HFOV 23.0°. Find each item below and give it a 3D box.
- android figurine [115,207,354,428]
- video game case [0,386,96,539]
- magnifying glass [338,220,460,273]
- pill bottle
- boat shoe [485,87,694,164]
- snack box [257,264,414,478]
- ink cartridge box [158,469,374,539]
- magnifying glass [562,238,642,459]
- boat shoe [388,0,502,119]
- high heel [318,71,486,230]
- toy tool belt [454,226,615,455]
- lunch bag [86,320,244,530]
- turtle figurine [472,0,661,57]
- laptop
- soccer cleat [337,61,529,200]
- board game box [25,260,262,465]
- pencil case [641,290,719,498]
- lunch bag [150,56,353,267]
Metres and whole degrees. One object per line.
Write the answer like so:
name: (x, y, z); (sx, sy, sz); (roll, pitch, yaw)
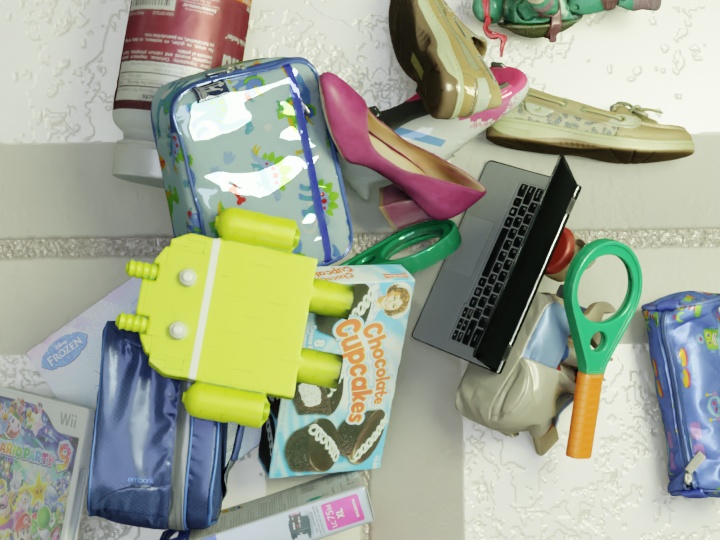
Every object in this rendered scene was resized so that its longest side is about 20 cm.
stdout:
android figurine: (-0.108, 0.038, 1.509); (0.198, 0.041, 0.184); (13, 81, -7)
video game case: (-0.306, 0.217, 1.628); (0.018, 0.142, 0.202); (14, 86, -46)
magnifying glass: (0.000, 0.000, 1.665); (0.198, 0.080, 0.023); (-20, 110, 7)
pill bottle: (-0.169, -0.179, 1.648); (0.113, 0.114, 0.202); (9, 87, -1)
boat shoe: (0.220, -0.141, 1.679); (0.198, 0.073, 0.063); (7, 83, 2)
snack box: (-0.023, 0.092, 1.617); (0.115, 0.037, 0.202); (-3, 117, -25)
ink cartridge box: (-0.088, 0.235, 1.628); (0.198, 0.119, 0.042); (-15, 93, -3)
magnifying glass: (0.211, 0.071, 1.599); (0.079, 0.022, 0.202); (1, 99, -30)
boat shoe: (0.081, -0.205, 1.643); (0.075, 0.072, 0.201); (-1, 43, -17)
high heel: (0.036, -0.119, 1.595); (0.095, 0.200, 0.068); (-19, 48, 17)
toy tool belt: (0.180, 0.069, 1.661); (0.122, 0.124, 0.201); (26, 89, -40)
lunch bag: (-0.167, 0.130, 1.580); (0.131, 0.136, 0.202); (5, 85, -3)
turtle figurine: (0.178, -0.269, 1.671); (0.198, 0.150, 0.101); (-4, 128, -5)
laptop: (0.111, -0.017, 1.595); (0.115, 0.199, 0.189); (27, 86, -40)
soccer cleat: (0.070, -0.131, 1.675); (0.198, 0.070, 0.087); (-20, 125, 5)
board game box: (-0.178, 0.102, 1.670); (0.199, 0.043, 0.200); (-35, 90, -3)
pencil case: (0.314, 0.120, 1.664); (0.077, 0.087, 0.202); (-9, 86, 31)
lunch bag: (-0.094, -0.087, 1.585); (0.159, 0.082, 0.202); (-16, 102, -25)
